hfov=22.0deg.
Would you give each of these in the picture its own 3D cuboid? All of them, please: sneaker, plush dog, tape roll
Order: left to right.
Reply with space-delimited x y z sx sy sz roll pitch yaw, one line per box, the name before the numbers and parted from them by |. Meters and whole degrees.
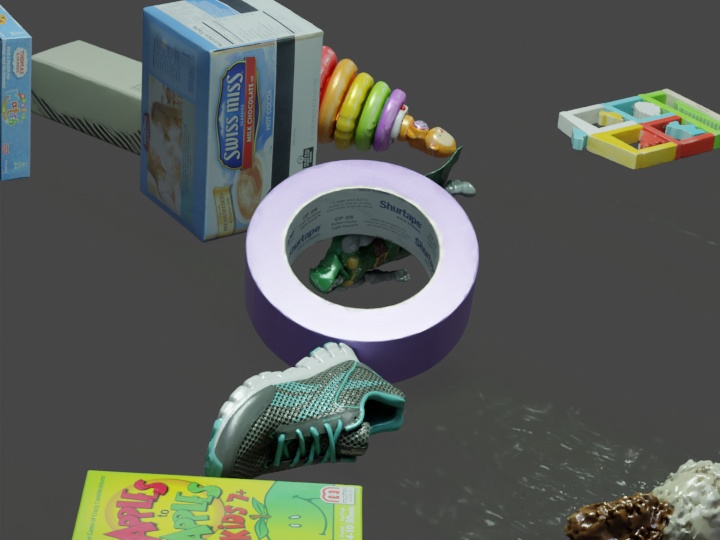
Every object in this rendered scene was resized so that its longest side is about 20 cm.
sneaker | -0.038 0.119 1.424 0.091 0.078 0.200 26 35 28
tape roll | 0.000 0.000 1.586 0.198 0.066 0.201 2 52 -3
plush dog | 0.209 0.203 1.184 0.199 0.173 0.160 -13 32 -33

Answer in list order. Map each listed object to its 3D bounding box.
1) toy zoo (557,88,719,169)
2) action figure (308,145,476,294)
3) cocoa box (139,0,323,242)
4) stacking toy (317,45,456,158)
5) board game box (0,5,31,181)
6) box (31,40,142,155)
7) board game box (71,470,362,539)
toy zoo | 0.315 -0.157 2.072 0.199 0.021 0.131 -15 33 -33
action figure | 0.025 -0.027 1.707 0.055 0.119 0.200 36 48 28
cocoa box | -0.129 -0.152 1.793 0.131 0.201 0.133 -15 33 -33
stacking toy | 0.009 -0.164 1.971 0.199 0.110 0.116 20 26 6
board game box | -0.386 -0.201 1.903 0.036 0.152 0.200 -8 30 -26
box | -0.258 -0.182 1.977 0.199 0.069 0.082 22 31 32
board game box | -0.099 0.192 1.294 0.198 0.048 0.102 4 27 -2
